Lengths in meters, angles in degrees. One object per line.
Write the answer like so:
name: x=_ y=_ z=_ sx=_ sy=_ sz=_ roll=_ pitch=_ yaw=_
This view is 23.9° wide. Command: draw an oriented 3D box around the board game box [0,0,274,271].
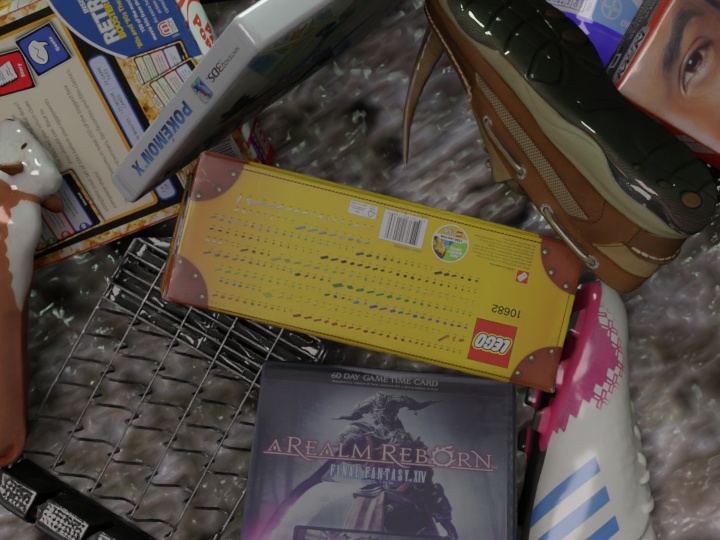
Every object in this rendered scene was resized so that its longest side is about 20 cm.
board game box: x=-0.172 y=-0.088 z=0.986 sx=0.200 sy=0.046 sz=0.152 roll=-20 pitch=114 yaw=12

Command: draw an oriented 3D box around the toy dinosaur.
toy dinosaur: x=0.058 y=-0.153 z=0.947 sx=0.058 sy=0.101 sz=0.200 roll=29 pitch=93 yaw=13

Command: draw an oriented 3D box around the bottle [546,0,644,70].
bottle: x=0.158 y=-0.199 z=0.936 sx=0.065 sy=0.084 sz=0.200 roll=23 pitch=91 yaw=48

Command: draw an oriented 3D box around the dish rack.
dish rack: x=-0.114 y=0.087 z=0.996 sx=0.153 sy=0.055 sz=0.200 roll=29 pitch=91 yaw=12

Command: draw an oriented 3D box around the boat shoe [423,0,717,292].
boat shoe: x=0.088 y=-0.070 z=0.838 sx=0.200 sy=0.076 sz=0.074 roll=55 pitch=132 yaw=33

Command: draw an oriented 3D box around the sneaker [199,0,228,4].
sneaker: x=-0.068 y=-0.216 z=0.993 sx=0.199 sy=0.076 sz=0.114 roll=-2 pitch=92 yaw=18

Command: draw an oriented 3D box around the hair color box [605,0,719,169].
hair color box: x=0.236 y=-0.090 z=0.887 sx=0.200 sy=0.064 sz=0.111 roll=29 pitch=93 yaw=-7

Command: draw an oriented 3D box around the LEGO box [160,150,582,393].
LEGO box: x=0.000 y=0.000 z=0.895 sx=0.200 sy=0.149 sz=0.077 roll=14 pitch=89 yaw=-6

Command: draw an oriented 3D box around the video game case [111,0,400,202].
video game case: x=-0.026 y=-0.125 z=0.882 sx=0.200 sy=0.182 sz=0.022 roll=-39 pitch=90 yaw=-34

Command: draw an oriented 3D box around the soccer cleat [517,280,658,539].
soccer cleat: x=0.129 y=0.108 z=0.938 sx=0.086 sy=0.070 sz=0.200 roll=15 pitch=91 yaw=-3

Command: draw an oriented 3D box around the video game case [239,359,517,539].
video game case: x=0.010 y=0.133 z=0.883 sx=0.143 sy=0.019 sz=0.200 roll=5 pitch=49 yaw=0

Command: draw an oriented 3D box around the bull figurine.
bull figurine: x=-0.229 y=0.012 z=0.962 sx=0.121 sy=0.065 sz=0.200 roll=7 pitch=98 yaw=21
